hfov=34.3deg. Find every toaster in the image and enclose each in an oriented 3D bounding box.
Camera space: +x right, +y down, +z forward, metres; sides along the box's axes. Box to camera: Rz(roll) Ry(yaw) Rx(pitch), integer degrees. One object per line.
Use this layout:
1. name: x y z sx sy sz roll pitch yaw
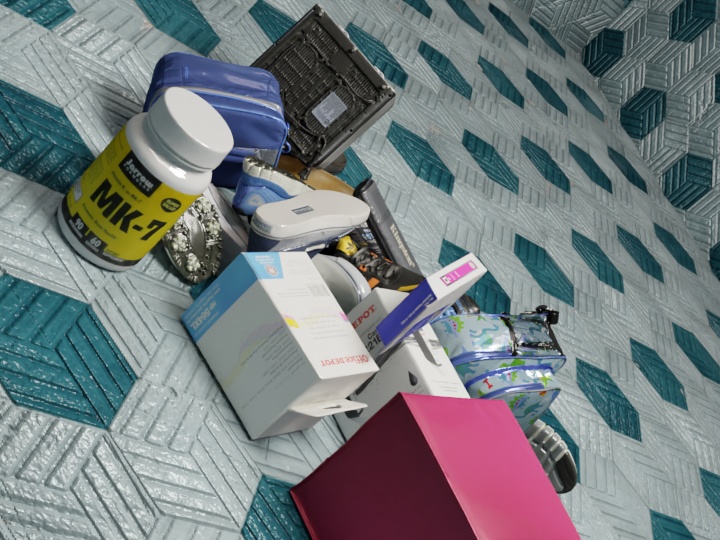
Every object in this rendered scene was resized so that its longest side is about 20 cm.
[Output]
1. toaster: -0.068 -0.256 1.720 0.181 0.200 0.119 48 4 3

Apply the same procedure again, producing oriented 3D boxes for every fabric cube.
1. fabric cube: 0.081 0.270 1.278 0.199 0.200 0.197 10 44 -50

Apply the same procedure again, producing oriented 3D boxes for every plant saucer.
1. plant saucer: -0.082 -0.114 1.713 0.199 0.036 0.200 23 18 -8

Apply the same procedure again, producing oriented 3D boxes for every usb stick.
1. usb stick: 0.045 -0.039 1.691 0.201 0.032 0.056 62 25 -17

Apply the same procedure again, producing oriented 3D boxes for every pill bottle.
1. pill bottle: -0.239 -0.102 1.304 0.114 0.200 0.115 36 27 -21

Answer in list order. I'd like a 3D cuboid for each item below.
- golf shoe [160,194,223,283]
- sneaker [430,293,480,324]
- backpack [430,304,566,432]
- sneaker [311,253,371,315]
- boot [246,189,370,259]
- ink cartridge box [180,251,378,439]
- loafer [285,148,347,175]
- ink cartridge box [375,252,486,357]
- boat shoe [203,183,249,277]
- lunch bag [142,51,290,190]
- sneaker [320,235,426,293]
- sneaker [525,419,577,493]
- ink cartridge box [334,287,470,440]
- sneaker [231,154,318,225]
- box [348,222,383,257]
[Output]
1. golf shoe: -0.231 -0.080 1.428 0.077 0.088 0.201 -25 98 -30
2. sneaker: 0.108 0.058 1.654 0.077 0.111 0.200 62 5 35
3. backpack: 0.166 0.145 1.605 0.198 0.183 0.148 5 50 -27
4. sneaker: -0.076 0.009 1.521 0.199 0.074 0.071 27 30 33
5. boot: -0.072 -0.042 1.480 0.073 0.091 0.199 37 31 31
6. ink cartridge box: -0.087 0.094 1.348 0.128 0.125 0.201 0 53 -58
7. loafer: -0.087 -0.210 1.856 0.199 0.072 0.073 21 36 -44
8. ink cartridge box: 0.079 0.039 1.392 0.037 0.095 0.200 48 27 6
9. boat shoe: -0.198 -0.071 1.492 0.201 0.073 0.065 58 22 -1
10. lunch bag: -0.188 -0.186 1.543 0.198 0.136 0.133 8 41 -17
11. sneaker: 0.000 0.000 1.552 0.070 0.199 0.091 -52 140 -41
12. sneaker: 0.264 0.239 1.766 0.200 0.075 0.115 49 22 6
13. ink cartridge box: 0.038 0.144 1.454 0.083 0.144 0.201 14 40 -49
14. sneaker: -0.107 -0.084 1.531 0.078 0.090 0.200 33 7 32
15. box: 0.002 0.000 1.723 0.162 0.049 0.200 52 26 14
